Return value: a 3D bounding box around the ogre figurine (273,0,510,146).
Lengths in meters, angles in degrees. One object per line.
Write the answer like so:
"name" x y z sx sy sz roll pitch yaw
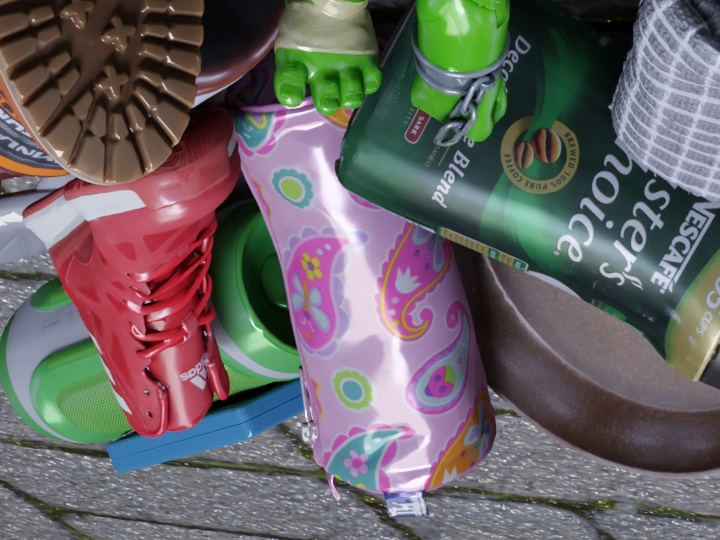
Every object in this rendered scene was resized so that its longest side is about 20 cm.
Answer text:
"ogre figurine" -0.019 -0.136 0.951 0.098 0.201 0.120 -26 166 -28

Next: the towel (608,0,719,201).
"towel" 0.187 -0.062 0.953 0.199 0.086 0.166 15 167 4

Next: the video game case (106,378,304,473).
"video game case" -0.011 0.046 1.387 0.199 0.018 0.143 -24 -177 -32

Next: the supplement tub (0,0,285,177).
"supplement tub" -0.110 -0.097 1.109 0.107 0.108 0.200 21 160 -21

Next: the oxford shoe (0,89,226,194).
"oxford shoe" -0.149 -0.077 1.259 0.199 0.075 0.070 -16 175 19

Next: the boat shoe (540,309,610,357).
"boat shoe" 0.134 -0.011 1.256 0.071 0.072 0.200 -12 172 -44

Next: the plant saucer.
"plant saucer" 0.111 -0.006 1.190 0.199 0.034 0.201 20 130 26

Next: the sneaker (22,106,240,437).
"sneaker" -0.073 0.004 1.172 0.078 0.116 0.200 -27 -176 -14

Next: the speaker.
"speaker" -0.087 0.026 1.325 0.088 0.089 0.200 25 152 -31

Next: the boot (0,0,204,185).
"boot" -0.114 -0.117 0.954 0.075 0.201 0.107 -15 173 -26

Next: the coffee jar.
"coffee jar" 0.098 -0.033 1.075 0.199 0.105 0.085 28 -176 6

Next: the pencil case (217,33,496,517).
"pencil case" 0.000 0.000 1.198 0.087 0.087 0.201 2 120 30

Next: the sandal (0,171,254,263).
"sandal" -0.129 -0.045 1.328 0.205 0.060 0.079 -7 166 12
